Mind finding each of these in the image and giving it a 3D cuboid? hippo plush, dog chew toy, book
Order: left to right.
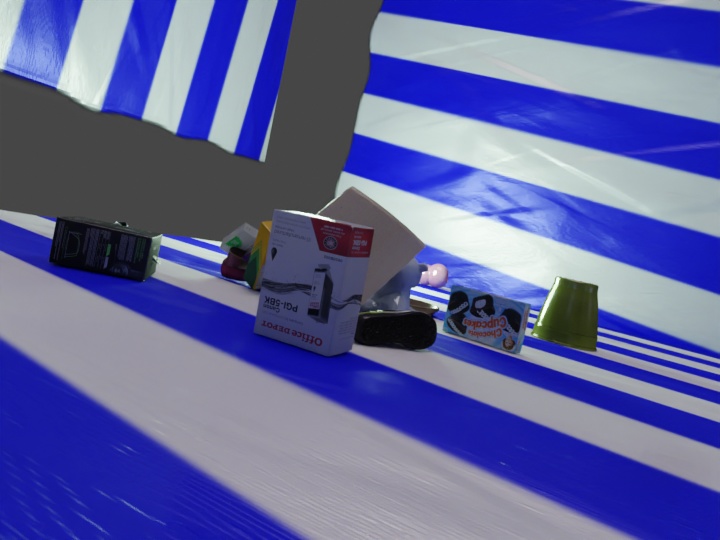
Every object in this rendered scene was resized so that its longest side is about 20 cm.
[{"bbox_3d":[-0.250,-0.043,1.589,0.199,0.049,0.133,33,-34,-26],"label":"book"},{"bbox_3d":[0.062,0.037,1.349,0.157,0.163,0.200,15,0,12],"label":"hippo plush"},{"bbox_3d":[0.351,0.024,3.143,0.197,0.126,0.124,5,1,17],"label":"dog chew toy"}]

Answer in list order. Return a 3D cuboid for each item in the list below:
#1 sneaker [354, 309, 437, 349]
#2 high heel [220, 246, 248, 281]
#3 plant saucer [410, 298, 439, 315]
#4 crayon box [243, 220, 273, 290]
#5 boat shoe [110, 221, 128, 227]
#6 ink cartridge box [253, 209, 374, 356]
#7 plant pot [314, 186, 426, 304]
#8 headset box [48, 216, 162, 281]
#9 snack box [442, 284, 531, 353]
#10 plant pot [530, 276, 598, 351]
[{"bbox_3d":[0.053,0.100,1.137,0.198,0.073,0.083,10,3,-31],"label":"sneaker"},{"bbox_3d":[-0.266,0.020,1.579,0.199,0.096,0.068,33,39,0],"label":"high heel"},{"bbox_3d":[0.133,0.100,1.791,0.198,0.030,0.200,13,3,-1],"label":"plant saucer"},{"bbox_3d":[-0.194,-0.053,1.461,0.125,0.201,0.052,-12,47,-44],"label":"crayon box"},{"bbox_3d":[-0.763,-0.122,1.873,0.072,0.063,0.200,12,3,-4],"label":"boat shoe"},{"bbox_3d":[-0.074,0.017,0.955,0.145,0.203,0.083,13,7,24],"label":"ink cartridge box"},{"bbox_3d":[-0.027,-0.045,1.190,0.178,0.199,0.200,51,-15,-6],"label":"plant pot"},{"bbox_3d":[-0.520,-0.048,1.284,0.198,0.094,0.174,12,3,-13],"label":"headset box"},{"bbox_3d":[0.296,0.112,1.447,0.198,0.118,0.037,15,4,38],"label":"snack box"},{"bbox_3d":[0.641,0.124,1.859,0.198,0.195,0.200,13,3,-1],"label":"plant pot"}]
